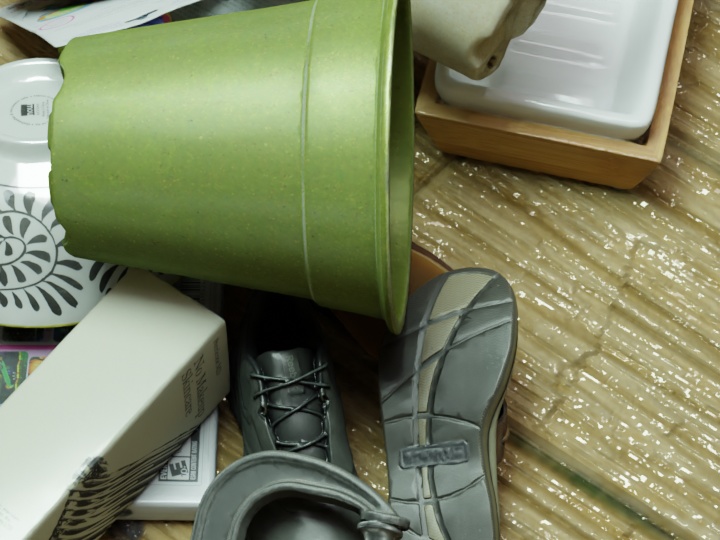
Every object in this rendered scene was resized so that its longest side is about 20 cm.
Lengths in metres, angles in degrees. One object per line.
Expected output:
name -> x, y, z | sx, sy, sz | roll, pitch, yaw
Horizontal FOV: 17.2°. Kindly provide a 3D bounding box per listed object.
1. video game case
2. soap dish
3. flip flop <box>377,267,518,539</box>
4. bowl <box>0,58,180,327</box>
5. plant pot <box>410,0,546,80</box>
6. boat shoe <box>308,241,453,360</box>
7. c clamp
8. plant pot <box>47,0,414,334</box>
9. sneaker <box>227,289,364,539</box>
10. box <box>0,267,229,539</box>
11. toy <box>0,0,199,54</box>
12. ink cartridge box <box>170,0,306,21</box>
video game case -> -0.173, 0.057, 1.412 | 0.181, 0.024, 0.201 | 1, 53, -1
soap dish -> 0.131, -0.148, 1.541 | 0.156, 0.081, 0.201 | 11, 53, 7
flip flop -> 0.054, 0.097, 1.357 | 0.080, 0.058, 0.202 | -4, 74, 16
bowl -> -0.192, -0.065, 1.435 | 0.199, 0.095, 0.201 | 0, 40, 0
plant pot -> 0.032, -0.217, 1.418 | 0.183, 0.201, 0.201 | 33, 58, 8
boat shoe -> 0.000, 0.000, 1.430 | 0.199, 0.071, 0.070 | 33, 13, 6
c clamp -> -0.024, 0.198, 1.272 | 0.170, 0.027, 0.201 | 2, 75, 18
plant pot -> -0.069, -0.068, 1.314 | 0.188, 0.201, 0.201 | 2, 52, 5
sneaker -> -0.040, 0.093, 1.346 | 0.075, 0.091, 0.201 | -10, 55, -11
box -> -0.158, 0.098, 1.319 | 0.068, 0.082, 0.200 | 31, 61, 19
toy -> -0.156, -0.155, 1.507 | 0.115, 0.048, 0.200 | -21, 21, -15
ink cartridge box -> -0.058, -0.152, 1.544 | 0.160, 0.047, 0.200 | 30, 79, 34
